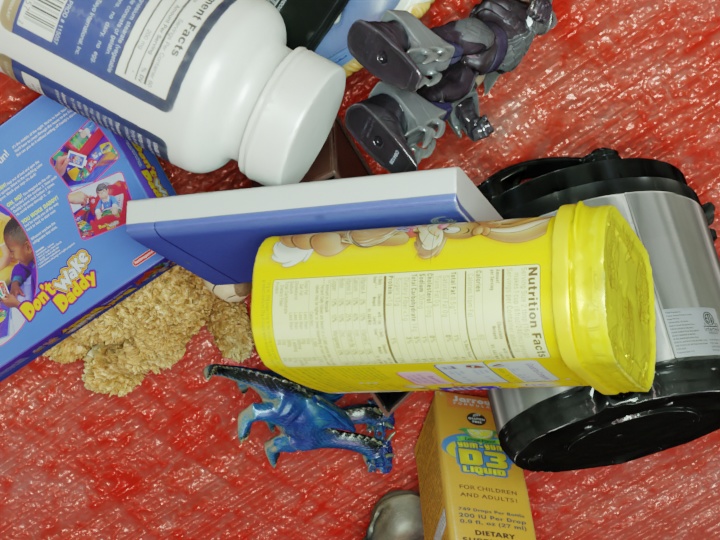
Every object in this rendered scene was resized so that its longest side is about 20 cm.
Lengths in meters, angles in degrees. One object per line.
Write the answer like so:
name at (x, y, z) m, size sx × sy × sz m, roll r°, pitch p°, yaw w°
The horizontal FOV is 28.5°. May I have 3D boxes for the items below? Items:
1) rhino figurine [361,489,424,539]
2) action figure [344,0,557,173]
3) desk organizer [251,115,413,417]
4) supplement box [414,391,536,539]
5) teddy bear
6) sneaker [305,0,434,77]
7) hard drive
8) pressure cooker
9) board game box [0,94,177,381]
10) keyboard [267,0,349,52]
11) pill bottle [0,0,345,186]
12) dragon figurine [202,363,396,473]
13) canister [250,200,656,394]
rhino figurine at (0.083, 0.239, 1.157) m, size 0.199 × 0.060 × 0.088 m, roll 24°, pitch 108°, yaw -21°
action figure at (0.067, -0.129, 0.860) m, size 0.069 × 0.200 × 0.131 m, roll 33°, pitch 130°, yaw 21°
desk organizer at (0.000, 0.000, 0.988) m, size 0.071 × 0.077 × 0.201 m, roll -25°, pitch 121°, yaw 13°
supplement box at (0.083, 0.173, 1.031) m, size 0.066 × 0.201 × 0.069 m, roll 8°, pitch 119°, yaw -8°
teddy bear at (-0.140, 0.025, 1.004) m, size 0.198 × 0.067 × 0.146 m, roll -20°, pitch 124°, yaw 11°
sneaker at (0.022, -0.205, 0.869) m, size 0.088 × 0.075 × 0.200 m, roll 41°, pitch 106°, yaw -13°
hard drive at (-0.021, -0.023, 0.849) m, size 0.198 × 0.026 × 0.132 m, roll -4°, pitch 165°, yaw 19°
pressure cooker at (0.157, 0.016, 0.940) m, size 0.177 × 0.202 × 0.176 m, roll -21°, pitch 158°, yaw 19°
board game box at (-0.220, -0.022, 0.942) m, size 0.199 × 0.045 × 0.135 m, roll -32°, pitch 84°, yaw 17°
keyboard at (-0.057, -0.180, 0.882) m, size 0.104 × 0.040 × 0.200 m, roll 43°, pitch 122°, yaw 4°
pill bottle at (-0.113, -0.127, 0.841) m, size 0.199 × 0.111 × 0.112 m, roll 28°, pitch 121°, yaw 9°
dragon figurine at (-0.038, 0.095, 1.038) m, size 0.099 × 0.059 × 0.200 m, roll -17°, pitch 142°, yaw 15°
canister at (0.054, 0.022, 0.798) m, size 0.198 × 0.087 × 0.148 m, roll -4°, pitch 165°, yaw 21°
